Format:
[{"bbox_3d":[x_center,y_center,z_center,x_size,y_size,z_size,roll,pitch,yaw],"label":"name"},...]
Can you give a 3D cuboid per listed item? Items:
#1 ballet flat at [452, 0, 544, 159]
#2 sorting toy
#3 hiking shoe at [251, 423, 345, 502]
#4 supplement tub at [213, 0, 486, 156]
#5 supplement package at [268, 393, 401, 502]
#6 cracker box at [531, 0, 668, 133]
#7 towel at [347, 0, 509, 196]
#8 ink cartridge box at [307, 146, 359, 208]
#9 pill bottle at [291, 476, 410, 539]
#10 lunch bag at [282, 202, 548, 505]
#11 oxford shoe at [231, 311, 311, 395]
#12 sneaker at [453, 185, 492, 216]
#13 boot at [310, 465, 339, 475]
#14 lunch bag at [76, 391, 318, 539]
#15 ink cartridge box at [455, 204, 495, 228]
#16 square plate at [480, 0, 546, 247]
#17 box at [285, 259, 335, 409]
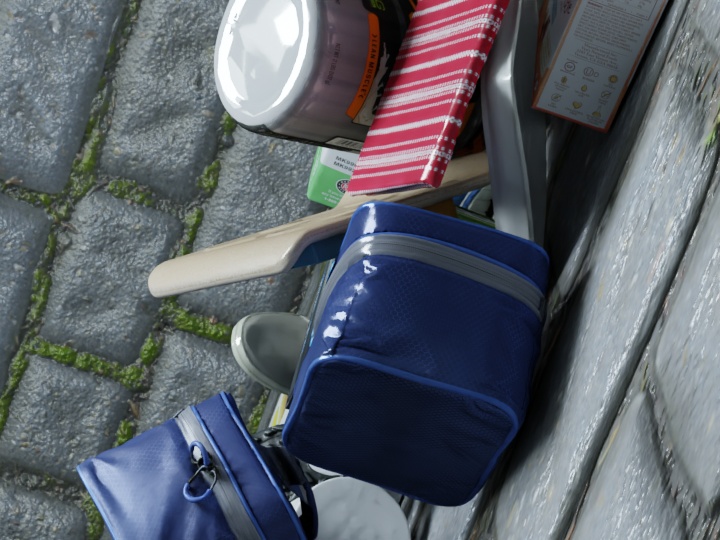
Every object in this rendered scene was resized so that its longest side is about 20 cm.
[{"bbox_3d":[0.128,-0.144,1.537,0.200,0.067,0.064,-55,46,38],"label":"ballet flat"},{"bbox_3d":[-0.024,-0.025,1.394,0.185,0.200,0.037,-11,101,53],"label":"sorting toy"},{"bbox_3d":[-0.082,0.181,1.621,0.087,0.199,0.075,53,-163,-61],"label":"hiking shoe"},{"bbox_3d":[0.008,-0.142,1.417,0.122,0.199,0.123,-10,77,49],"label":"supplement tub"},{"bbox_3d":[-0.026,0.166,1.751,0.200,0.109,0.114,-83,13,-67],"label":"supplement package"},{"bbox_3d":[0.170,-0.208,1.291,0.134,0.057,0.200,-79,9,-56],"label":"cracker box"},{"bbox_3d":[0.057,-0.141,1.288,0.201,0.022,0.145,-69,18,-9],"label":"towel"},{"bbox_3d":[0.051,-0.135,1.799,0.084,0.145,0.200,-76,6,-46],"label":"ink cartridge box"},{"bbox_3d":[-0.029,0.233,1.543,0.200,0.109,0.110,117,170,-61],"label":"pill bottle"},{"bbox_3d":[0.036,0.050,1.271,0.200,0.135,0.133,116,172,-62],"label":"lunch bag"},{"bbox_3d":[-0.019,0.071,1.664,0.058,0.200,0.075,-30,53,44],"label":"oxford shoe"},{"bbox_3d":[0.080,-0.099,1.687,0.079,0.089,0.201,-87,18,-70],"label":"sneaker"},{"bbox_3d":[0.006,0.093,1.470,0.073,0.096,0.200,-27,9,-29],"label":"boot"},{"bbox_3d":[-0.093,0.176,1.350,0.136,0.132,0.200,56,168,35],"label":"lunch bag"},{"bbox_3d":[0.047,0.047,1.579,0.148,0.076,0.201,-123,53,-84],"label":"ink cartridge box"},{"bbox_3d":[0.103,-0.110,1.341,0.200,0.028,0.199,-82,-14,-47],"label":"square plate"},{"bbox_3d":[0.000,0.000,1.575,0.159,0.046,0.201,119,169,-63],"label":"box"}]
